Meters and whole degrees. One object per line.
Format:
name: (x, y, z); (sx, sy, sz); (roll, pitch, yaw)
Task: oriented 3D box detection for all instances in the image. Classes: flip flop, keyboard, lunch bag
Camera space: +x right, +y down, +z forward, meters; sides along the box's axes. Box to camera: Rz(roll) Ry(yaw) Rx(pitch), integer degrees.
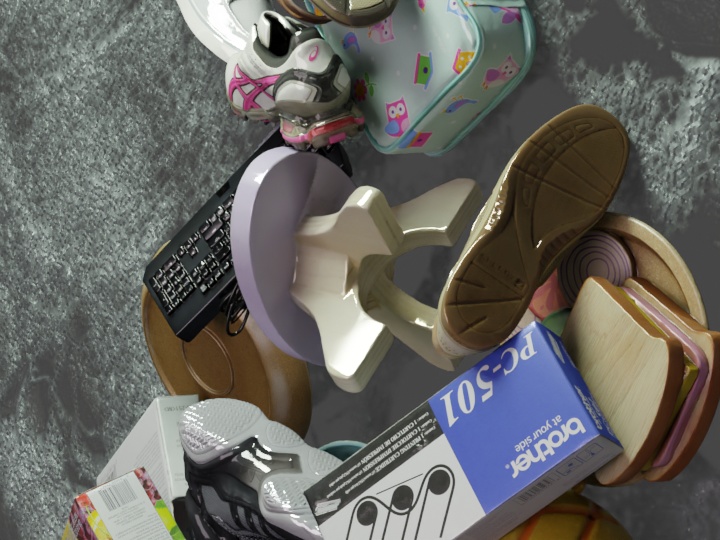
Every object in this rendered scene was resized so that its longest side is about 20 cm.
flip flop: (-0.036, -0.211, 1.318); (0.200, 0.081, 0.058); (35, 136, 48)
keyboard: (-0.089, -0.032, 1.406); (0.200, 0.040, 0.104); (-46, 61, 15)
lunch bag: (0.037, -0.193, 1.342); (0.160, 0.077, 0.201); (-47, 56, 43)

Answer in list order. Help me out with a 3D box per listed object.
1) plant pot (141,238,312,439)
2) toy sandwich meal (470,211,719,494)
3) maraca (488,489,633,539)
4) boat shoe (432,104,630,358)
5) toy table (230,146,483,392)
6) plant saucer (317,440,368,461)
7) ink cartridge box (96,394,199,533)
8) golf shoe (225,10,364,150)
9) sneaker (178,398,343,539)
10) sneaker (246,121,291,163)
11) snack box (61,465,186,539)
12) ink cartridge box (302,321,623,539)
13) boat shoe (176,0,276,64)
plant pot: (-0.118, 0.069, 1.496); (0.199, 0.027, 0.201); (28, 133, 34)
toy sandwich meal: (0.153, 0.058, 1.222); (0.204, 0.070, 0.207); (1, 91, 48)
maraca: (0.141, 0.227, 1.200); (0.201, 0.136, 0.107); (55, 156, 23)
boat shoe: (0.108, -0.028, 1.221); (0.071, 0.200, 0.065); (39, 160, -1)
toy table: (0.000, 0.000, 1.326); (0.116, 0.200, 0.185); (15, 71, 36)
plant saucer: (0.009, 0.222, 1.320); (0.199, 0.036, 0.202); (2, 93, 51)
ink cartridge box: (-0.171, 0.222, 1.548); (0.200, 0.043, 0.175); (131, 132, -56)
golf shoe: (-0.055, -0.154, 1.360); (0.200, 0.072, 0.093); (30, 137, 63)
sneaker: (-0.062, 0.182, 1.327); (0.200, 0.075, 0.115); (33, 128, 39)
sneaker: (-0.074, -0.025, 1.471); (0.082, 0.070, 0.201); (54, 129, 35)
snack box: (-0.158, 0.277, 1.400); (0.201, 0.067, 0.169); (56, 150, 19)
ink cartridge box: (0.064, 0.131, 1.186); (0.200, 0.044, 0.094); (-38, 56, 15)
boat shoe: (-0.107, -0.236, 1.513); (0.069, 0.072, 0.201); (-59, 42, 30)
